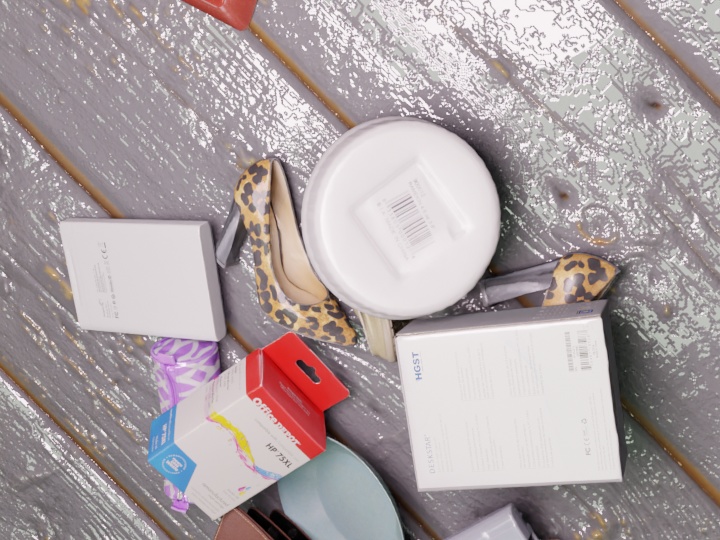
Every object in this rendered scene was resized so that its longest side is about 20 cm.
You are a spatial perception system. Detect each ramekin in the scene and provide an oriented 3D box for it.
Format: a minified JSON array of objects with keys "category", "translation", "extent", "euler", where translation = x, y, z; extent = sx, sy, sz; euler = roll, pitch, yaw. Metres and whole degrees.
[{"category":"ramekin","translation":[0.041,-0.050,1.063],"extent":[0.197,0.098,0.204],"euler":[0,93,-3]}]

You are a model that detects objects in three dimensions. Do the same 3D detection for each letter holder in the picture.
[{"category":"letter holder","translation":[-0.072,0.352,1.240],"extent":[0.200,0.100,0.144],"euler":[40,126,31]}]

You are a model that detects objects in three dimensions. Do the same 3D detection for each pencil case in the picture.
[{"category":"pencil case","translation":[-0.199,0.175,1.278],"extent":[0.083,0.085,0.203],"euler":[7,110,28]}]

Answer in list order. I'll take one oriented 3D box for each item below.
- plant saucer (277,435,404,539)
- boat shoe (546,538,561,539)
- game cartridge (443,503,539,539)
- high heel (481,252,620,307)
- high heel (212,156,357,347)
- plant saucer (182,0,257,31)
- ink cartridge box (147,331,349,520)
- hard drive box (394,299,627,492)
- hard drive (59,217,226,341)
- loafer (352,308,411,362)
[{"category":"plant saucer","translation":[-0.014,0.269,1.249],"extent":[0.199,0.038,0.204],"euler":[22,124,36]},{"category":"boat shoe","translation":[0.160,0.371,1.234],"extent":[0.199,0.065,0.072],"euler":[-37,94,26]},{"category":"game cartridge","translation":[0.163,0.364,1.178],"extent":[0.133,0.040,0.202],"euler":[-35,87,27]},{"category":"high heel","translation":[0.209,0.088,1.100],"extent":[0.141,0.071,0.203],"euler":[-14,95,30]},{"category":"high heel","translation":[-0.064,-0.018,1.166],"extent":[0.199,0.071,0.144],"euler":[37,123,14]},{"category":"plant saucer","translation":[-0.173,-0.370,1.101],"extent":[0.198,0.037,0.202],"euler":[28,116,7]},{"category":"ink cartridge box","translation":[-0.118,0.168,1.191],"extent":[0.199,0.068,0.116],"euler":[-34,119,15]},{"category":"hard drive box","translation":[0.144,0.120,1.051],"extent":[0.197,0.077,0.159],"euler":[-6,98,18]},{"category":"hard drive","translation":[-0.247,0.008,1.252],"extent":[0.197,0.027,0.134],"euler":[3,110,28]},{"category":"loafer","translation":[0.000,0.000,1.156],"extent":[0.067,0.076,0.203],"euler":[-13,95,24]}]
